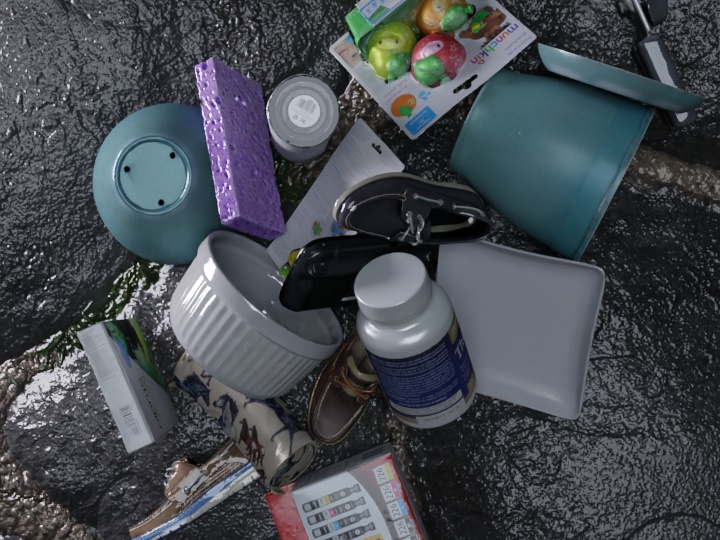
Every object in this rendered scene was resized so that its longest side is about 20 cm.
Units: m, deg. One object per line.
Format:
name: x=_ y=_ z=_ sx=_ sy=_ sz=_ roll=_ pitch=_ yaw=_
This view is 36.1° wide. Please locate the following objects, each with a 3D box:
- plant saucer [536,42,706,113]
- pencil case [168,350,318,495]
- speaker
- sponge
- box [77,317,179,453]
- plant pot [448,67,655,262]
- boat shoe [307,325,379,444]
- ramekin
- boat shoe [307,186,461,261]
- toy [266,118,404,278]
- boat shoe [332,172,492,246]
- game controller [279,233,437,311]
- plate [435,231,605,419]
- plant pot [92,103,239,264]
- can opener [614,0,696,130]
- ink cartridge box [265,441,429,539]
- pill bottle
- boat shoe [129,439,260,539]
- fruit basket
plant saucer: x=0.290 y=-0.214 z=1.249 sx=0.199 sy=0.200 sz=0.028 roll=18 pitch=103 yaw=1
pencil case: x=-0.138 y=0.171 z=1.320 sx=0.200 sy=0.078 sz=0.090 roll=45 pitch=115 yaw=18
speaker: x=-0.068 y=-0.172 z=1.284 sx=0.081 sy=0.200 sz=0.082 roll=0 pitch=90 yaw=-4
sponge: x=-0.141 y=-0.142 z=1.306 sx=0.030 sy=0.111 sz=0.201 roll=-18 pitch=73 yaw=22
box: x=-0.266 y=0.128 z=1.289 sx=0.036 sy=0.200 sz=0.145 roll=-23 pitch=90 yaw=-3
plant pot: x=0.212 y=-0.137 z=1.287 sx=0.187 sy=0.200 sz=0.201 roll=27 pitch=91 yaw=9
boat shoe: x=-0.005 y=0.122 z=1.345 sx=0.072 sy=0.072 sz=0.201 roll=32 pitch=91 yaw=1
ramekin: x=-0.129 y=0.057 z=1.290 sx=0.200 sy=0.200 sz=0.105 roll=41 pitch=104 yaw=1
boat shoe: x=0.030 y=-0.060 z=1.356 sx=0.199 sy=0.063 sz=0.074 roll=19 pitch=106 yaw=5
toy: x=-0.022 y=-0.064 z=1.296 sx=0.200 sy=0.047 sz=0.115 roll=-52 pitch=45 yaw=14
boat shoe: x=0.064 y=-0.061 z=1.225 sx=0.199 sy=0.063 sz=0.073 roll=-1 pitch=129 yaw=-35
game controller: x=0.000 y=0.000 z=1.264 sx=0.104 sy=0.199 sz=0.042 roll=-54 pitch=54 yaw=40
plate: x=0.181 y=0.061 z=1.311 sx=0.199 sy=0.032 sz=0.201 roll=14 pitch=115 yaw=20
plant pot: x=-0.233 y=-0.108 z=1.321 sx=0.199 sy=0.135 sz=0.202 roll=0 pitch=89 yaw=2
can opener: x=0.368 y=-0.273 z=1.344 sx=0.067 sy=0.053 sz=0.201 roll=-25 pitch=90 yaw=2
ink cartridge box: x=-0.007 y=0.338 z=1.339 sx=0.175 sy=0.084 sz=0.201 roll=-22 pitch=90 yaw=2
pill bottle: x=0.059 y=0.078 z=1.253 sx=0.110 sy=0.111 sz=0.201 roll=-21 pitch=132 yaw=1
boat shoe: x=-0.204 y=0.264 z=1.357 sx=0.199 sy=0.072 sz=0.073 roll=-32 pitch=84 yaw=-9
fruit basket: x=0.077 y=-0.269 z=1.294 sx=0.185 sy=0.094 sz=0.200 roll=-39 pitch=48 yaw=2
